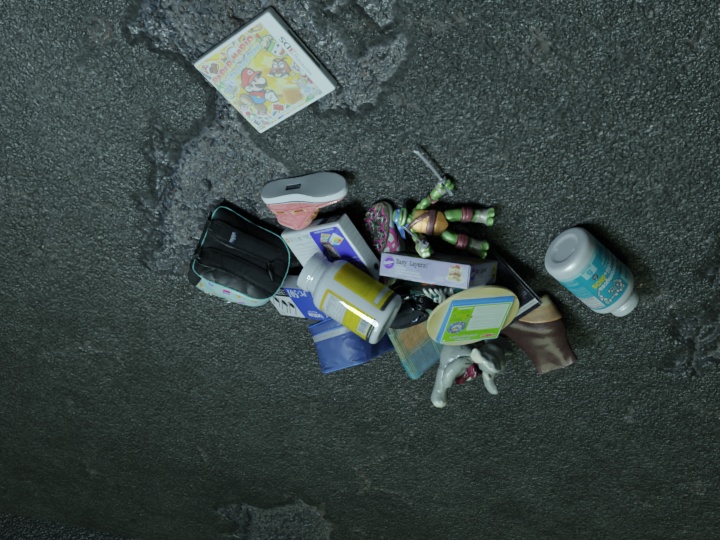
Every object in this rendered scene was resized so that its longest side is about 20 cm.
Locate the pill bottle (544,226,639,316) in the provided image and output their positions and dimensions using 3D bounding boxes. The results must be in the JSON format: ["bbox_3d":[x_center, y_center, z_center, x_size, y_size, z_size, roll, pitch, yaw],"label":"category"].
[{"bbox_3d":[0.468,0.011,1.671,0.199,0.112,0.110,36,136,-25],"label":"pill bottle"}]

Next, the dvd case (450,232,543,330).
[{"bbox_3d":[0.268,0.030,1.772,0.200,0.016,0.149,47,135,-3],"label":"dvd case"}]

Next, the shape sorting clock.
[{"bbox_3d":[0.232,0.093,1.733,0.197,0.040,0.202,-10,139,-9],"label":"shape sorting clock"}]

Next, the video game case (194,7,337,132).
[{"bbox_3d":[-0.171,-0.352,1.507,0.198,0.023,0.182,-22,128,35],"label":"video game case"}]

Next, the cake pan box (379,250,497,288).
[{"bbox_3d":[0.156,-0.005,1.682,0.197,0.053,0.183,9,-175,27],"label":"cake pan box"}]

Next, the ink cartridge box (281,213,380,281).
[{"bbox_3d":[-0.048,-0.019,1.762,0.197,0.043,0.201,-7,123,48],"label":"ink cartridge box"}]

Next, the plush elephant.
[{"bbox_3d":[0.267,0.215,1.920,0.153,0.164,0.203,15,114,31],"label":"plush elephant"}]

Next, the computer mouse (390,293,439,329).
[{"bbox_3d":[0.088,0.090,1.767,0.198,0.047,0.140,-4,159,38],"label":"computer mouse"}]

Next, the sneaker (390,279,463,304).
[{"bbox_3d":[0.153,0.049,1.796,0.197,0.080,0.072,3,126,33],"label":"sneaker"}]

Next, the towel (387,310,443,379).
[{"bbox_3d":[0.144,0.152,1.932,0.146,0.022,0.201,-35,133,-9],"label":"towel"}]

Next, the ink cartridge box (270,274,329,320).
[{"bbox_3d":[-0.141,0.058,1.882,0.199,0.044,0.095,2,133,54],"label":"ink cartridge box"}]

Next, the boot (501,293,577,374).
[{"bbox_3d":[0.361,0.156,1.852,0.198,0.072,0.168,-21,97,26],"label":"boot"}]

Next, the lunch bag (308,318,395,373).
[{"bbox_3d":[-0.015,0.140,1.912,0.134,0.199,0.134,-18,89,31],"label":"lunch bag"}]

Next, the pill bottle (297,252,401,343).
[{"bbox_3d":[-0.024,0.050,1.679,0.199,0.112,0.113,33,142,11],"label":"pill bottle"}]

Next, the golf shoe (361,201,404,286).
[{"bbox_3d":[0.052,-0.059,1.753,0.072,0.092,0.203,29,132,35],"label":"golf shoe"}]

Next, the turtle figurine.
[{"bbox_3d":[0.162,-0.096,1.614,0.191,0.146,0.201,11,144,-5],"label":"turtle figurine"}]

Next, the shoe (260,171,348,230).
[{"bbox_3d":[-0.101,-0.139,1.701,0.197,0.072,0.091,-3,139,27],"label":"shoe"}]

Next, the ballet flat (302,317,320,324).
[{"bbox_3d":[-0.087,0.066,1.933,0.072,0.074,0.201,22,142,-10],"label":"ballet flat"}]

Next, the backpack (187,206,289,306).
[{"bbox_3d":[-0.256,-0.015,1.808,0.197,0.178,0.153,21,157,-7],"label":"backpack"}]
